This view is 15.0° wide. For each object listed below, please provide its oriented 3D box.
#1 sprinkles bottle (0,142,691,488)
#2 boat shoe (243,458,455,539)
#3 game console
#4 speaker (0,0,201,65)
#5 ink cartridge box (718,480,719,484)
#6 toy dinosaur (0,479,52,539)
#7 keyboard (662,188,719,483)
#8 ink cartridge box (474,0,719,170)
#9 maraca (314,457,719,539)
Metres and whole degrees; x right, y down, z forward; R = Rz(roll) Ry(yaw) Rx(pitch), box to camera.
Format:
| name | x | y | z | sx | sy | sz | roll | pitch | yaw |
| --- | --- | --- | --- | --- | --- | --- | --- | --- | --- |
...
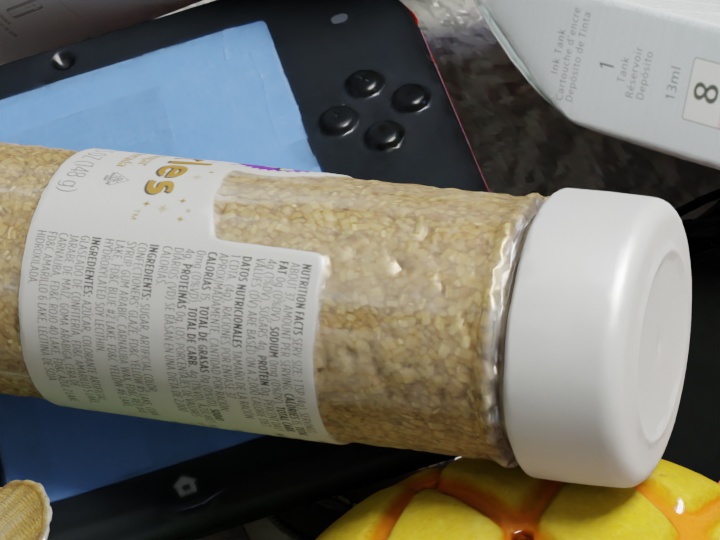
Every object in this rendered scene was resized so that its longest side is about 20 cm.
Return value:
| name | x | y | z | sx | sy | sz | roll | pitch | yaw |
| --- | --- | --- | --- | --- | --- | --- | --- | --- | --- |
| sprinkles bottle | -0.024 | 0.007 | 0.662 | 0.200 | 0.068 | 0.068 | 6 | 35 | 20 |
| boat shoe | 0.000 | 0.000 | 0.803 | 0.072 | 0.068 | 0.200 | 9 | 39 | -11 |
| game console | -0.063 | 0.002 | 0.740 | 0.200 | 0.031 | 0.177 | -18 | 45 | -3 |
| speaker | -0.061 | -0.115 | 0.805 | 0.081 | 0.200 | 0.081 | 28 | 54 | -47 |
| ink cartridge box | 0.194 | 0.050 | 0.692 | 0.162 | 0.050 | 0.200 | -43 | 47 | -13 |
| toy dinosaur | -0.113 | 0.084 | 0.634 | 0.058 | 0.101 | 0.200 | 46 | -10 | -29 |
| keyboard | 0.121 | 0.020 | 0.867 | 0.200 | 0.040 | 0.104 | -15 | 74 | -37 |
| ink cartridge box | 0.101 | -0.072 | 0.911 | 0.200 | 0.057 | 0.162 | 16 | 10 | 39 |
| maraca | 0.022 | 0.104 | 0.665 | 0.200 | 0.107 | 0.137 | -9 | 36 | 0 |
